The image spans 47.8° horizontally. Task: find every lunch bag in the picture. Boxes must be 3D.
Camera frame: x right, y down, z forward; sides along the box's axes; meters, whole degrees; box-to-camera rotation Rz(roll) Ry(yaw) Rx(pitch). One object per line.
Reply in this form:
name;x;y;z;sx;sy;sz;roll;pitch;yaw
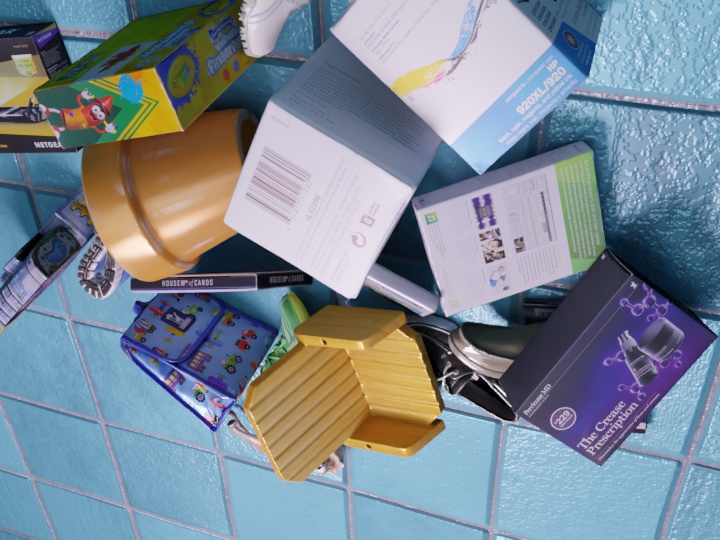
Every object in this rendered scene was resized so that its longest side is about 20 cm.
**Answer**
lunch bag;-0.244;0.106;1.177;0.199;0.151;0.094;34;131;-4

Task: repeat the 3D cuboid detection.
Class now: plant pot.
plant pot;-0.202;-0.107;0.985;0.180;0.201;0.202;-15;119;15

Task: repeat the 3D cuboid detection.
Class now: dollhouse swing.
dollhouse swing;-0.018;0.180;1.061;0.179;0.176;0.202;3;125;36

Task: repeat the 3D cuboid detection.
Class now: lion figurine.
lion figurine;-0.120;0.269;1.309;0.198;0.073;0.123;0;134;41

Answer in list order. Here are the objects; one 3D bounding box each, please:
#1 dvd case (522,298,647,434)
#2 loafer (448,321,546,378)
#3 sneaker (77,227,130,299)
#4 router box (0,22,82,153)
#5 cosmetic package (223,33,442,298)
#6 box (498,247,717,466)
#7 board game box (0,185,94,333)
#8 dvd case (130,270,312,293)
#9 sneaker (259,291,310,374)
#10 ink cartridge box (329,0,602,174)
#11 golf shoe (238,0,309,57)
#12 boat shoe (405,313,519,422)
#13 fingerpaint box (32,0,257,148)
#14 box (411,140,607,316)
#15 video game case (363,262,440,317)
dvd case;0.289;0.124;1.040;0.146;0.016;0.203;2;124;23
loafer;0.207;0.095;1.001;0.197;0.076;0.069;14;119;-2
sneaker;-0.331;-0.059;1.145;0.078;0.089;0.201;33;113;5
router box;-0.467;-0.238;1.083;0.197;0.052;0.159;2;125;23
cosmetic package;-0.015;-0.119;0.871;0.165;0.201;0.168;30;131;0
box;0.276;0.101;0.921;0.140;0.079;0.201;32;106;-16
board game box;-0.448;-0.027;1.170;0.062;0.201;0.199;42;116;-13
dvd case;-0.184;0.014;1.091;0.197;0.150;0.025;-1;91;24
sneaker;-0.102;0.131;1.151;0.082;0.074;0.203;-4;109;-8
ink cartridge box;0.103;-0.233;0.768;0.199;0.148;0.144;41;130;-10
golf shoe;-0.065;-0.299;0.846;0.096;0.079;0.201;24;132;-3
boat shoe;0.133;0.129;1.080;0.198;0.064;0.071;31;133;3
fingerpaint box;-0.224;-0.218;0.891;0.164;0.201;0.074;-4;125;25
box;0.168;-0.044;0.898;0.197;0.037;0.146;-17;121;3
video game case;0.000;0.000;0.996;0.198;0.022;0.182;28;175;2
